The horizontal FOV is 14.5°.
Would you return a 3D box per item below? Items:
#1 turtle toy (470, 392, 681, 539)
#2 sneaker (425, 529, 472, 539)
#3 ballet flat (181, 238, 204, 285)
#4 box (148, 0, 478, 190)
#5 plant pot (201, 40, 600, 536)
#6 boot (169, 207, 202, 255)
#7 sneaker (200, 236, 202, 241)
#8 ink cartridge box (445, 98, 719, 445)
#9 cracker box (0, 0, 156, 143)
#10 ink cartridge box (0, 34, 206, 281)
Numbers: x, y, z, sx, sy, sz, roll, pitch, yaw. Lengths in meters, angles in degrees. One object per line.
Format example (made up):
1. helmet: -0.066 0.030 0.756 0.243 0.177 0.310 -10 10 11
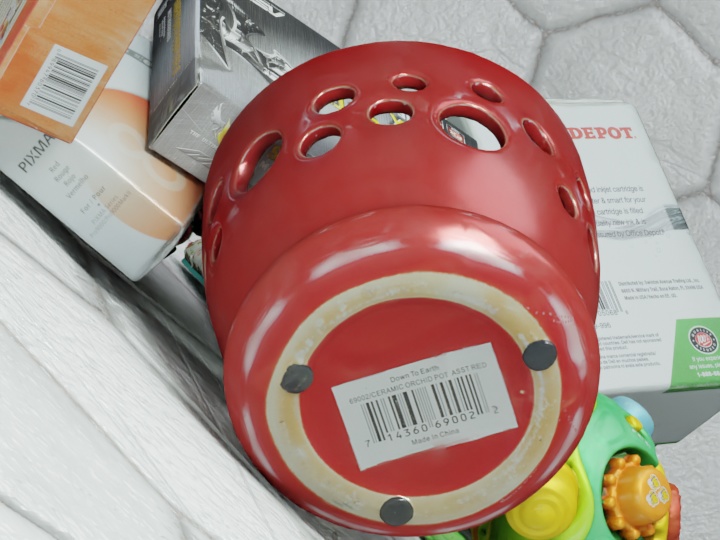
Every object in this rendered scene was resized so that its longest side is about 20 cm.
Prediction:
1. turtle toy: 0.112 0.145 1.469 0.101 0.201 0.146 4 25 -4
2. sneaker: 0.067 0.128 1.682 0.200 0.084 0.077 47 1 21
3. ballet flat: -0.054 0.018 1.754 0.076 0.064 0.200 44 2 -31
4. box: -0.020 -0.068 1.519 0.200 0.048 0.159 33 23 -19
5. plant pot: 0.021 0.012 1.374 0.200 0.200 0.183 44 18 -22
6. boot: -0.137 -0.059 1.629 0.154 0.073 0.204 51 6 29
7. sneaker: 0.000 0.000 1.587 0.105 0.076 0.200 -5 35 -40
8. ink cartridge box: 0.127 0.002 1.692 0.146 0.083 0.200 -2 61 -37
9. cracker box: -0.148 -0.172 1.429 0.058 0.134 0.200 23 24 -25
10. ink cartridge box: -0.159 -0.101 1.472 0.200 0.050 0.162 43 23 -8
